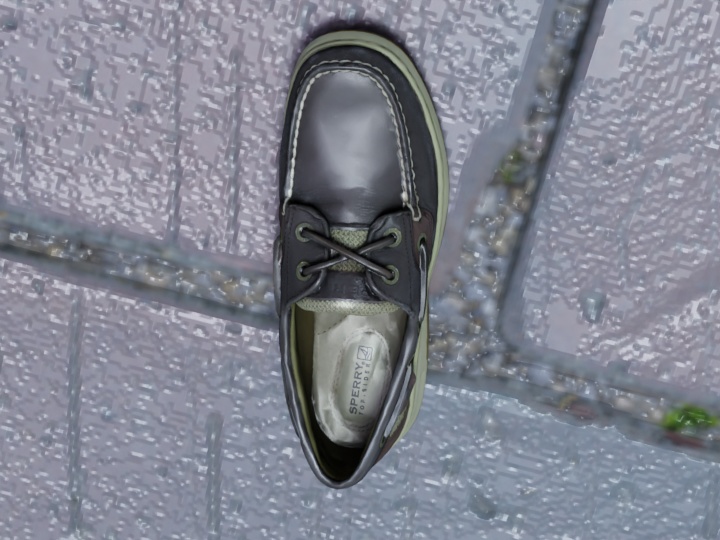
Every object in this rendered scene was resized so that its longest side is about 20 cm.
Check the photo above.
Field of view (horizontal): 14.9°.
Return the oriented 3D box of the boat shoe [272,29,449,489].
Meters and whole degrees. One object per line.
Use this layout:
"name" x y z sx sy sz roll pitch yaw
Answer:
"boat shoe" 0.000 0.000 1.151 0.073 0.065 0.201 0 119 8
